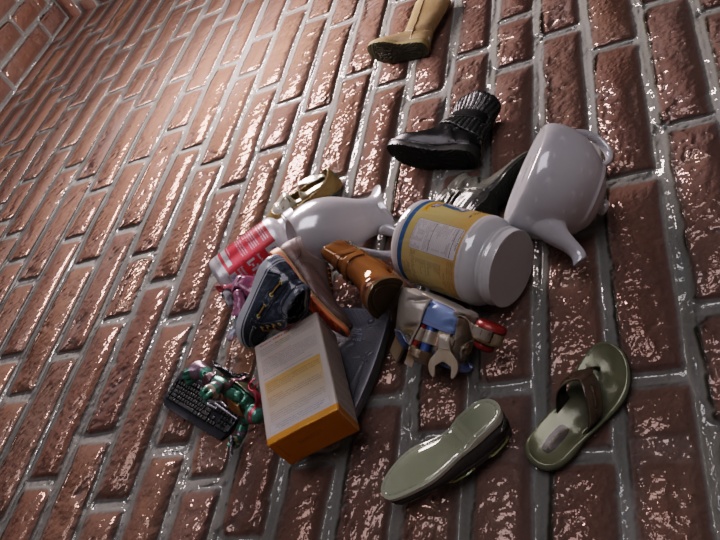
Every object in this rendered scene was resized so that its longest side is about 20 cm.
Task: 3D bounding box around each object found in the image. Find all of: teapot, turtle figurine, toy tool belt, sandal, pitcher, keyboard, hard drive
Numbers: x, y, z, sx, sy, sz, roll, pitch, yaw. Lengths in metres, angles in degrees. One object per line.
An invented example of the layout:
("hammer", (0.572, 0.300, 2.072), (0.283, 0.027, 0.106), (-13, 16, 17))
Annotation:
("teapot", (0.330, -0.132, 1.089), (0.145, 0.197, 0.202), (21, 104, 4))
("turtle figurine", (-0.213, 0.221, 1.112), (0.100, 0.151, 0.199), (-30, 32, -27))
("toy tool belt", (0.127, 0.112, 1.040), (0.199, 0.124, 0.124), (25, 100, 47))
("sandal", (0.291, 0.177, 0.900), (0.079, 0.057, 0.201), (25, 69, 44))
("pitcher", (-0.026, -0.069, 1.264), (0.198, 0.122, 0.172), (-17, 47, -18))
("keyboard", (-0.277, 0.224, 1.249), (0.199, 0.021, 0.128), (15, 63, 39))
("hard drive", (-0.026, 0.155, 1.134), (0.134, 0.042, 0.201), (0, 54, 33))

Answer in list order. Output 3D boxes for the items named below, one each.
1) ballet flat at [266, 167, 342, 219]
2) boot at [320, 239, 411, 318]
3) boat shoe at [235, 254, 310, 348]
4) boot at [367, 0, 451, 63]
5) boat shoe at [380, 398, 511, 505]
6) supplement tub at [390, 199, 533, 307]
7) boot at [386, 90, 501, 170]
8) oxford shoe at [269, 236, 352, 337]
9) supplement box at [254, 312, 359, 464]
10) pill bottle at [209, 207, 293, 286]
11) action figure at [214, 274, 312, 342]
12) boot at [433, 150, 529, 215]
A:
("ballet flat", (-0.136, -0.159, 1.468), (0.199, 0.063, 0.069), (-31, 42, 5))
("boot", (0.000, 0.000, 1.110), (0.155, 0.200, 0.077), (37, 105, 16))
("boat shoe", (-0.147, 0.077, 1.131), (0.070, 0.201, 0.091), (-20, 53, -43))
("boot", (0.125, -0.613, 1.710), (0.173, 0.066, 0.201), (7, 57, 22))
("boat shoe", (0.121, 0.262, 0.931), (0.200, 0.061, 0.072), (-36, 30, -1))
("supplement tub", (0.163, -0.028, 1.100), (0.199, 0.145, 0.145), (20, 65, 42))
("boot", (0.169, -0.286, 1.372), (0.209, 0.080, 0.159), (9, 65, 25))
("oxford shoe", (-0.069, 0.023, 1.149), (0.073, 0.071, 0.200), (-36, 77, -16))
("supplement box", (-0.088, 0.181, 1.062), (0.125, 0.074, 0.201), (-29, 42, 11))
("pill bottle", (-0.193, -0.032, 1.355), (0.199, 0.113, 0.112), (-38, 42, -2))
("action figure", (-0.178, 0.049, 1.242), (0.198, 0.150, 0.134), (16, 39, 9))
("boot", (0.226, -0.162, 1.243), (0.200, 0.068, 0.130), (-41, 37, -9))
